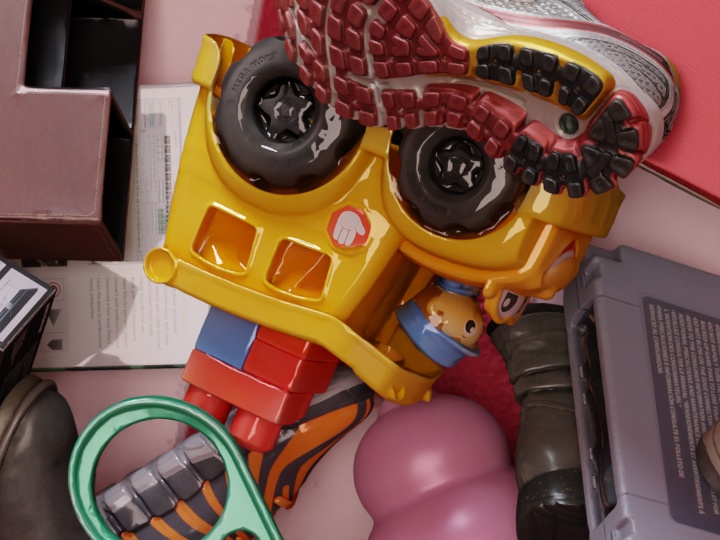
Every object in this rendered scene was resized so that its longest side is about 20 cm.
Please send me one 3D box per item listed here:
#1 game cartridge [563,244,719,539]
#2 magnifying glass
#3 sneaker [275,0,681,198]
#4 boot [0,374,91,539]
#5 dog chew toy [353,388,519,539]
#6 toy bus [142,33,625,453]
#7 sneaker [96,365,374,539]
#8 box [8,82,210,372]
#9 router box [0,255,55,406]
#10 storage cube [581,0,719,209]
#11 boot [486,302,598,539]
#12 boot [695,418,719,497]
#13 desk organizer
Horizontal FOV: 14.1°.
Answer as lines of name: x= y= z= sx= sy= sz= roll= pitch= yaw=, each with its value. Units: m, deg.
game cartridge: x=0.164 y=0.082 z=1.352 sx=0.133 sy=0.200 sz=0.042 roll=21 pitch=133 yaw=-23
magnifying glass: x=-0.049 y=0.134 z=1.342 sx=0.200 sy=0.022 sz=0.080 roll=39 pitch=90 yaw=-3
sneaker: x=0.048 y=-0.095 z=1.265 sx=0.200 sy=0.082 sz=0.078 roll=29 pitch=123 yaw=21
boot: x=-0.089 y=0.155 z=1.382 sx=0.199 sy=0.073 sz=0.182 roll=16 pitch=115 yaw=18
dog chew toy: x=0.058 y=0.151 z=1.406 sx=0.124 sy=0.125 sz=0.201 roll=-23 pitch=79 yaw=7
toy bus: x=0.000 y=0.000 z=1.359 sx=0.199 sy=0.136 sz=0.193 roll=20 pitch=92 yaw=18
sneaker: x=-0.060 y=0.133 z=1.448 sx=0.200 sy=0.078 sz=0.112 roll=-32 pitch=91 yaw=16
box: x=-0.129 y=-0.021 z=1.470 sx=0.199 sy=0.036 sz=0.145 roll=-1 pitch=89 yaw=9
router box: x=-0.245 y=0.047 z=1.418 sx=0.157 sy=0.052 sz=0.200 roll=31 pitch=136 yaw=6
storage cube: x=0.162 y=-0.132 z=1.362 sx=0.200 sy=0.171 sz=0.180 roll=29 pitch=94 yaw=7
boot: x=0.154 y=0.086 z=1.406 sx=0.200 sy=0.068 sz=0.131 roll=19 pitch=49 yaw=-27
boot: x=0.253 y=0.025 z=1.317 sx=0.074 sy=0.203 sz=0.154 roll=48 pitch=137 yaw=15
desk organizer: x=-0.152 y=-0.107 z=1.426 sx=0.077 sy=0.072 sz=0.201 roll=1 pitch=73 yaw=6
